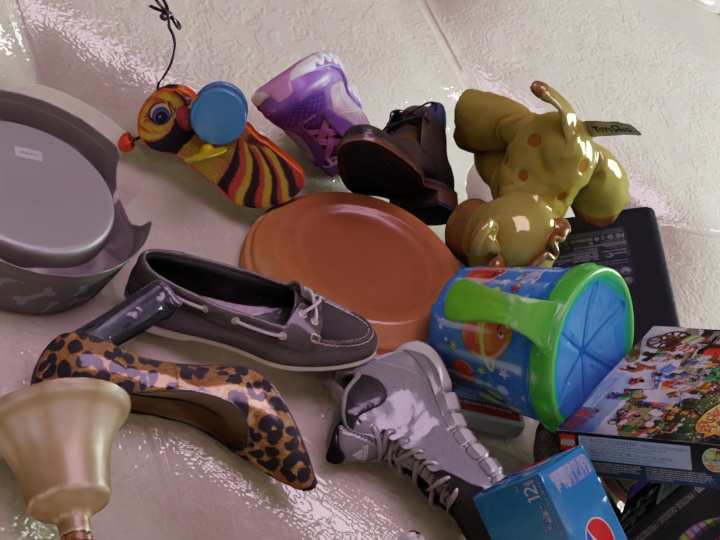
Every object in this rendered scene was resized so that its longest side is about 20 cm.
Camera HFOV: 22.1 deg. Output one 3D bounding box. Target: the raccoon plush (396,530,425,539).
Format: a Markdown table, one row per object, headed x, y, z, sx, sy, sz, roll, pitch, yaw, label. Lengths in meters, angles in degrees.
| x | y | z | sx | sy | sz | roll | pitch | yaw | label |
| --- | --- | --- | --- | --- | --- | --- | --- | --- | --- |
| -0.003 | 0.261 | 1.239 | 0.097 | 0.134 | 0.200 | 45 | 67 | -8 | raccoon plush |

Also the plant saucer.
| x | y | z | sx | sy | sz | roll | pitch | yaw | label |
| --- | --- | --- | --- | --- | --- | --- | --- | --- | --- |
| 0.000 | 0.000 | 1.528 | 0.199 | 0.038 | 0.201 | 12 | 42 | -11 | plant saucer |

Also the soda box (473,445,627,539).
| x | y | z | sx | sy | sz | roll | pitch | yaw | label |
| --- | --- | --- | --- | --- | --- | --- | --- | --- | --- |
| 0.161 | 0.233 | 1.317 | 0.064 | 0.068 | 0.201 | -21 | 85 | -50 | soda box |

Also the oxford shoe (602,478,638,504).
| x | y | z | sx | sy | sz | roll | pitch | yaw | label |
| --- | --- | --- | --- | --- | --- | --- | --- | --- | --- |
| 0.251 | 0.122 | 1.565 | 0.070 | 0.075 | 0.200 | 47 | 35 | -11 | oxford shoe |

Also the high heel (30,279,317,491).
| x | y | z | sx | sy | sz | roll | pitch | yaw | label |
| --- | --- | --- | --- | --- | --- | --- | --- | --- | --- |
| -0.135 | 0.111 | 1.312 | 0.200 | 0.071 | 0.142 | 45 | 50 | 10 | high heel |

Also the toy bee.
| x | y | z | sx | sy | sz | roll | pitch | yaw | label |
| --- | --- | --- | --- | --- | --- | --- | --- | --- | --- |
| -0.144 | -0.119 | 1.552 | 0.200 | 0.109 | 0.131 | 53 | 7 | 10 | toy bee |

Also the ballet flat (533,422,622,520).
| x | y | z | sx | sy | sz | roll | pitch | yaw | label |
| --- | --- | --- | --- | --- | --- | --- | --- | --- | --- |
| 0.181 | 0.203 | 1.459 | 0.067 | 0.046 | 0.201 | 17 | 41 | -46 | ballet flat |

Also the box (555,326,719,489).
| x | y | z | sx | sy | sz | roll | pitch | yaw | label |
| --- | --- | --- | --- | --- | --- | --- | --- | --- | --- |
| 0.252 | 0.100 | 1.404 | 0.136 | 0.038 | 0.200 | 2 | 22 | 31 | box |

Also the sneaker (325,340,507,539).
| x | y | z | sx | sy | sz | roll | pitch | yaw | label |
| --- | --- | --- | --- | --- | --- | --- | --- | --- | --- |
| 0.034 | 0.149 | 1.393 | 0.115 | 0.075 | 0.200 | -10 | 53 | -26 | sneaker |

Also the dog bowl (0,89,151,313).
| x | y | z | sx | sy | sz | roll | pitch | yaw | label |
| --- | --- | --- | --- | --- | --- | --- | --- | --- | --- |
| -0.260 | -0.050 | 1.396 | 0.199 | 0.059 | 0.200 | 21 | 37 | -17 | dog bowl |

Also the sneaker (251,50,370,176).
| x | y | z | sx | sy | sz | roll | pitch | yaw | label |
| --- | --- | --- | --- | --- | --- | --- | --- | --- | --- |
| -0.030 | -0.127 | 1.607 | 0.089 | 0.080 | 0.200 | 63 | 9 | 12 | sneaker |

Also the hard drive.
| x | y | z | sx | sy | sz | roll | pitch | yaw | label |
| --- | --- | --- | --- | --- | --- | --- | --- | --- | --- |
| 0.205 | 0.026 | 1.628 | 0.139 | 0.033 | 0.200 | -8 | 40 | 5 | hard drive |

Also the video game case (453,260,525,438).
| x | y | z | sx | sy | sz | roll | pitch | yaw | label |
| --- | --- | --- | --- | --- | --- | --- | --- | --- | --- |
| 0.055 | 0.049 | 1.558 | 0.142 | 0.017 | 0.200 | 14 | 39 | -25 | video game case |

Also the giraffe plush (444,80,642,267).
| x | y | z | sx | sy | sz | roll | pitch | yaw | label |
| --- | --- | --- | --- | --- | --- | --- | --- | --- | --- |
| 0.141 | -0.051 | 1.591 | 0.172 | 0.200 | 0.163 | 34 | 74 | -18 | giraffe plush |

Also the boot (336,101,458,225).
| x | y | z | sx | sy | sz | roll | pitch | yaw | label |
| --- | --- | --- | --- | --- | --- | --- | --- | --- | --- |
| 0.030 | -0.112 | 1.606 | 0.200 | 0.074 | 0.097 | 38 | 49 | -62 | boot |

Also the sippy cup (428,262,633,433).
| x | y | z | sx | sy | sz | roll | pitch | yaw | label |
| --- | --- | --- | --- | --- | --- | --- | --- | --- | --- |
| 0.129 | 0.054 | 1.462 | 0.130 | 0.178 | 0.140 | 11 | 42 | 35 | sippy cup |

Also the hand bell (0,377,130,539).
| x | y | z | sx | sy | sz | roll | pitch | yaw | label |
| --- | --- | --- | --- | --- | --- | --- | --- | --- | --- |
| -0.181 | 0.180 | 1.180 | 0.104 | 0.104 | 0.201 | 6 | 55 | -33 | hand bell |

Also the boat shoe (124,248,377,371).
| x | y | z | sx | sy | sz | roll | pitch | yaw | label |
| --- | --- | --- | --- | --- | --- | --- | --- | --- | --- |
| -0.080 | 0.029 | 1.405 | 0.199 | 0.057 | 0.067 | 11 | 37 | -6 | boat shoe |

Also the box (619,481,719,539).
| x | y | z | sx | sy | sz | roll | pitch | yaw | label |
| --- | --- | --- | --- | --- | --- | --- | --- | --- | --- |
| 0.308 | 0.225 | 1.424 | 0.200 | 0.122 | 0.106 | 43 | 28 | -2 | box |
